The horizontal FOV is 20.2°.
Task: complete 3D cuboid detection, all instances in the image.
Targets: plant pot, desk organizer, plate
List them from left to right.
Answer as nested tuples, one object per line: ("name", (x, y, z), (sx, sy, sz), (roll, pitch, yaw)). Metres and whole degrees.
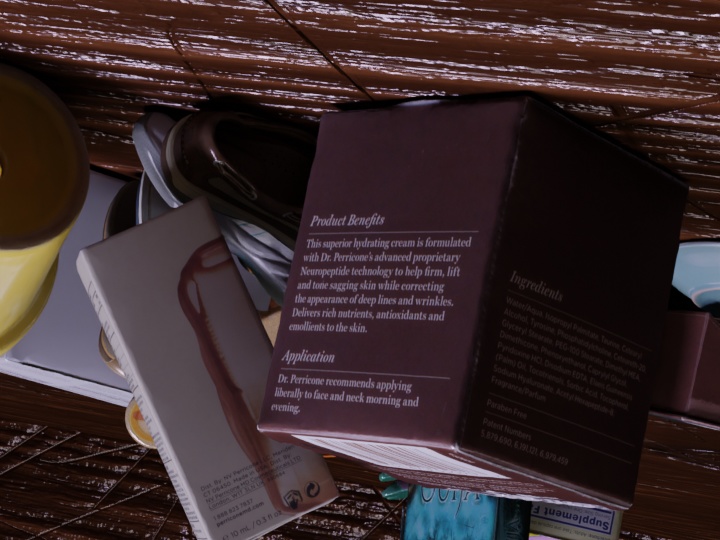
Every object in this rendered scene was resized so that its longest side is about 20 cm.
("plant pot", (-0.272, -0.041, 1.310), (0.200, 0.202, 0.189), (18, 152, -26))
("desk organizer", (0.241, 0.073, 1.488), (0.071, 0.078, 0.200), (14, 178, -12))
("plate", (0.294, 0.020, 1.378), (0.199, 0.026, 0.200), (12, 170, 2))

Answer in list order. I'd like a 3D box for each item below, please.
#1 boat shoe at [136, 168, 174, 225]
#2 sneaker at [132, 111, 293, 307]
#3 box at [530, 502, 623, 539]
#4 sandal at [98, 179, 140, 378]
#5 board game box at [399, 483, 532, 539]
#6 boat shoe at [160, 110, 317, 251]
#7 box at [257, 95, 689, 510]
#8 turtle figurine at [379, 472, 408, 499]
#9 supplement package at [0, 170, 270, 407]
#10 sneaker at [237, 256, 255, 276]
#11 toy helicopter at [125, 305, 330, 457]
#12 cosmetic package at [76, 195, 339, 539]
("boat shoe", (-0.117, 0.015, 1.369), (0.074, 0.201, 0.062), (-4, 153, -33))
("sneaker", (-0.066, -0.044, 1.334), (0.200, 0.080, 0.070), (42, 170, -19))
("box", (0.138, 0.107, 1.528), (0.096, 0.201, 0.176), (15, 168, -12))
("sandal", (-0.143, 0.000, 1.435), (0.080, 0.201, 0.054), (19, 127, -15))
("board game box", (0.075, 0.157, 1.439), (0.028, 0.136, 0.200), (8, 170, -16))
("boat shoe", (-0.024, -0.048, 1.275), (0.201, 0.075, 0.075), (17, 160, -25))
("box", (0.067, 0.022, 1.179), (0.165, 0.201, 0.164), (1, 165, 46))
("turtle figurine", (0.018, 0.077, 1.636), (0.100, 0.201, 0.150), (-21, 158, 14))
("supplement package", (-0.182, 0.021, 1.564), (0.199, 0.157, 0.111), (18, 169, -27))
("sneaker", (0.000, 0.000, 1.410), (0.198, 0.079, 0.077), (12, -163, 0))
("toy helicopter", (-0.077, 0.094, 1.487), (0.199, 0.133, 0.079), (-18, -167, 12))
("cosmetic package", (-0.096, 0.067, 1.246), (0.087, 0.201, 0.103), (-25, 179, -10))
